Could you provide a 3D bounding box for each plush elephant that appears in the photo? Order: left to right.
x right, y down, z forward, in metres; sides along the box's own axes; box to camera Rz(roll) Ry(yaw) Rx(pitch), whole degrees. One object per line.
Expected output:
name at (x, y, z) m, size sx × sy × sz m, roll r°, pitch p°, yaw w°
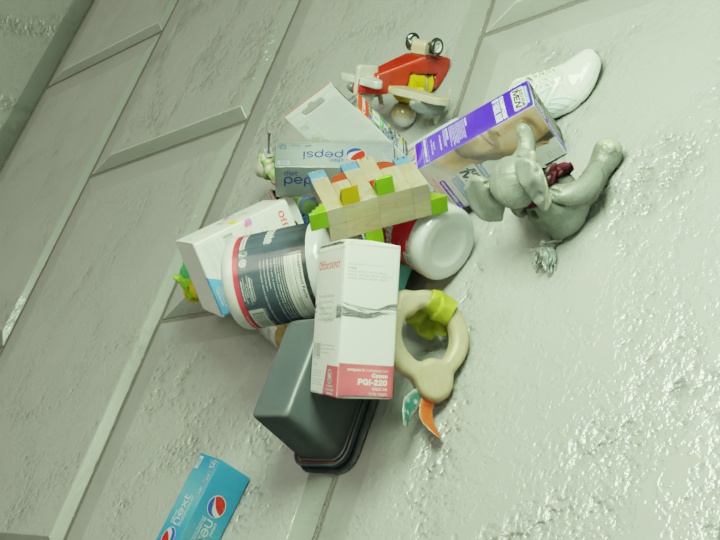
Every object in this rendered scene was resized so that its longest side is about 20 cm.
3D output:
plush elephant at (0.234, -0.120, 1.516) m, size 0.163 × 0.154 × 0.203 m, roll -7°, pitch 52°, yaw 47°

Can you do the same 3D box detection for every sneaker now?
sneaker at (0.275, -0.265, 1.679) m, size 0.200 × 0.080 × 0.071 m, roll -42°, pitch 32°, yaw 12°

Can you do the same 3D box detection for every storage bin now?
storage bin at (-0.069, 0.171, 1.625) m, size 0.144 × 0.134 × 0.203 m, roll -8°, pitch 51°, yaw 46°

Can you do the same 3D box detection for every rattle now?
rattle at (0.073, 0.136, 1.552) m, size 0.142 × 0.128 × 0.204 m, roll -19°, pitch 70°, yaw 53°

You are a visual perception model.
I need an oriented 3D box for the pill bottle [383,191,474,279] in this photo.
pill bottle at (0.071, -0.073, 1.685) m, size 0.113 × 0.112 × 0.199 m, roll -53°, pitch 42°, yaw -4°

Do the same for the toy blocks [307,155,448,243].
toy blocks at (0.010, -0.113, 1.603) m, size 0.196 × 0.101 × 0.137 m, roll -15°, pitch 32°, yaw -8°

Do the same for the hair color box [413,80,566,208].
hair color box at (0.190, -0.179, 1.652) m, size 0.198 × 0.109 × 0.065 m, roll -29°, pitch 40°, yaw 20°

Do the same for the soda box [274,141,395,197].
soda box at (-0.042, -0.164, 1.829) m, size 0.196 × 0.069 × 0.064 m, roll 1°, pitch 46°, yaw -2°

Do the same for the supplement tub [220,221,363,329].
supplement tub at (-0.095, 0.004, 1.663) m, size 0.196 × 0.141 × 0.142 m, roll -11°, pitch 46°, yaw 16°

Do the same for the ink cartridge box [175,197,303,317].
ink cartridge box at (-0.182, -0.029, 1.853) m, size 0.198 × 0.131 × 0.125 m, roll -26°, pitch 13°, yaw -20°

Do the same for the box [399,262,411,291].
box at (0.000, 0.000, 1.761) m, size 0.199 × 0.049 × 0.084 m, roll 30°, pitch 102°, yaw 56°

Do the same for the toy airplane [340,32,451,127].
toy airplane at (0.060, -0.309, 1.923) m, size 0.195 × 0.143 × 0.201 m, roll -6°, pitch 30°, yaw 7°

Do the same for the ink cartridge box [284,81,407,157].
ink cartridge box at (-0.022, -0.231, 1.846) m, size 0.108 × 0.200 × 0.051 m, roll -31°, pitch 36°, yaw 26°

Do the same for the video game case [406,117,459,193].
video game case at (0.091, -0.137, 1.827) m, size 0.180 × 0.024 × 0.202 m, roll -28°, pitch 40°, yaw 31°

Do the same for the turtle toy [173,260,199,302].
turtle toy at (-0.235, -0.005, 1.983) m, size 0.146 × 0.196 × 0.103 m, roll 164°, pitch 99°, yaw -73°

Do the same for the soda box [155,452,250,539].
soda box at (-0.251, 0.386, 1.696) m, size 0.064 × 0.068 × 0.202 m, roll 4°, pitch 61°, yaw 52°

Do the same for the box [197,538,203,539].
box at (-0.218, 0.494, 1.574) m, size 0.158 × 0.049 × 0.202 m, roll 3°, pitch 61°, yaw 48°

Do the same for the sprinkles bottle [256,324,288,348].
sprinkles bottle at (-0.133, 0.088, 1.840) m, size 0.069 × 0.068 × 0.199 m, roll -53°, pitch 34°, yaw -4°

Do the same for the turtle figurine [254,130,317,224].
turtle figurine at (-0.110, -0.191, 2.017) m, size 0.142 × 0.203 × 0.194 m, roll -20°, pitch 24°, yaw -18°

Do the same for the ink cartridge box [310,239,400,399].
ink cartridge box at (-0.009, 0.066, 1.500) m, size 0.145 × 0.083 × 0.204 m, roll 172°, pitch 100°, yaw -73°
